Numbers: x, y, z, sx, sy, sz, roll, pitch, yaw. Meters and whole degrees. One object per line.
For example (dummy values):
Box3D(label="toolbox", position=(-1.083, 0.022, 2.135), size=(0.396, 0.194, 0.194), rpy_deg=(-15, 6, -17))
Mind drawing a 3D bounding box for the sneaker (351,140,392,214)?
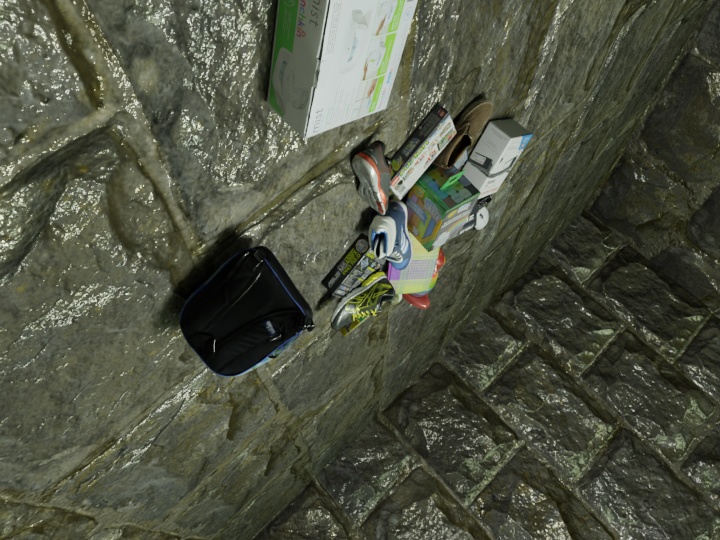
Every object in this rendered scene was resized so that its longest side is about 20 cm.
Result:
Box3D(label="sneaker", position=(0.041, -0.188, 1.118), size=(0.082, 0.077, 0.201), rpy_deg=(-48, 160, -13))

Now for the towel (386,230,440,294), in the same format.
Box3D(label="towel", position=(0.139, -0.028, 1.448), size=(0.140, 0.023, 0.204), rpy_deg=(-4, 123, -17))

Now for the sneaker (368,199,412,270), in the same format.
Box3D(label="sneaker", position=(0.063, -0.054, 1.303), size=(0.147, 0.079, 0.204), rpy_deg=(-52, 146, -43))

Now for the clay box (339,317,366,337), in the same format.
Box3D(label="clay box", position=(-0.002, 0.124, 1.566), size=(0.114, 0.048, 0.200), rpy_deg=(-37, 176, -25))

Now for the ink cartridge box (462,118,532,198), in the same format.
Box3D(label="ink cartridge box", position=(0.370, -0.310, 1.521), size=(0.143, 0.084, 0.202), rpy_deg=(-23, 149, -46))

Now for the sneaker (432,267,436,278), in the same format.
Box3D(label="sneaker", position=(0.194, -0.033, 1.517), size=(0.069, 0.095, 0.201), rpy_deg=(-12, 152, -23))

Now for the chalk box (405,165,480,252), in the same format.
Box3D(label="chalk box", position=(0.194, -0.170, 1.320), size=(0.123, 0.124, 0.202), rpy_deg=(-28, 154, -30))

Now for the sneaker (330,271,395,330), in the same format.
Box3D(label="sneaker", position=(0.009, 0.088, 1.399), size=(0.199, 0.085, 0.075), rpy_deg=(-42, 159, -13))

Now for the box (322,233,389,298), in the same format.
Box3D(label="box", position=(0.000, 0.000, 1.407), size=(0.161, 0.044, 0.199), rpy_deg=(-51, 159, 6))

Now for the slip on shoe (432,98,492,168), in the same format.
Box3D(label="slip on shoe", position=(0.246, -0.318, 1.281), size=(0.199, 0.061, 0.076), rpy_deg=(-42, 141, -8))

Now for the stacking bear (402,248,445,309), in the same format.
Box3D(label="stacking bear", position=(0.199, 0.002, 1.699), size=(0.123, 0.111, 0.202), rpy_deg=(-78, -172, -45))

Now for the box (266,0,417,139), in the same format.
Box3D(label="box", position=(-0.025, -0.307, 0.742), size=(0.175, 0.097, 0.202), rpy_deg=(-31, 154, -35))

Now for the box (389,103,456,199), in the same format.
Box3D(label="box", position=(0.129, -0.259, 1.211), size=(0.201, 0.035, 0.110), rpy_deg=(-50, 159, 5))

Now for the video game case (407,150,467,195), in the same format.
Box3D(label="video game case", position=(0.197, -0.249, 1.389), size=(0.200, 0.018, 0.143), rpy_deg=(-47, 160, -2))

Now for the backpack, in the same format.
Box3D(label="backpack", position=(-0.201, 0.079, 0.970), size=(0.199, 0.184, 0.147), rpy_deg=(-38, 180, 3))

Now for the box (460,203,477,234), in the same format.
Box3D(label="box", position=(0.231, -0.133, 1.531), size=(0.197, 0.050, 0.162), rpy_deg=(-27, 157, -1))

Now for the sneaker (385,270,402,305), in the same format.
Box3D(label="sneaker", position=(0.071, 0.048, 1.616), size=(0.087, 0.078, 0.202), rpy_deg=(-26, 149, -14))

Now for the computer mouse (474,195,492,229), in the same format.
Box3D(label="computer mouse", position=(0.416, -0.187, 1.885), size=(0.110, 0.044, 0.200), rpy_deg=(-48, 159, 0))
